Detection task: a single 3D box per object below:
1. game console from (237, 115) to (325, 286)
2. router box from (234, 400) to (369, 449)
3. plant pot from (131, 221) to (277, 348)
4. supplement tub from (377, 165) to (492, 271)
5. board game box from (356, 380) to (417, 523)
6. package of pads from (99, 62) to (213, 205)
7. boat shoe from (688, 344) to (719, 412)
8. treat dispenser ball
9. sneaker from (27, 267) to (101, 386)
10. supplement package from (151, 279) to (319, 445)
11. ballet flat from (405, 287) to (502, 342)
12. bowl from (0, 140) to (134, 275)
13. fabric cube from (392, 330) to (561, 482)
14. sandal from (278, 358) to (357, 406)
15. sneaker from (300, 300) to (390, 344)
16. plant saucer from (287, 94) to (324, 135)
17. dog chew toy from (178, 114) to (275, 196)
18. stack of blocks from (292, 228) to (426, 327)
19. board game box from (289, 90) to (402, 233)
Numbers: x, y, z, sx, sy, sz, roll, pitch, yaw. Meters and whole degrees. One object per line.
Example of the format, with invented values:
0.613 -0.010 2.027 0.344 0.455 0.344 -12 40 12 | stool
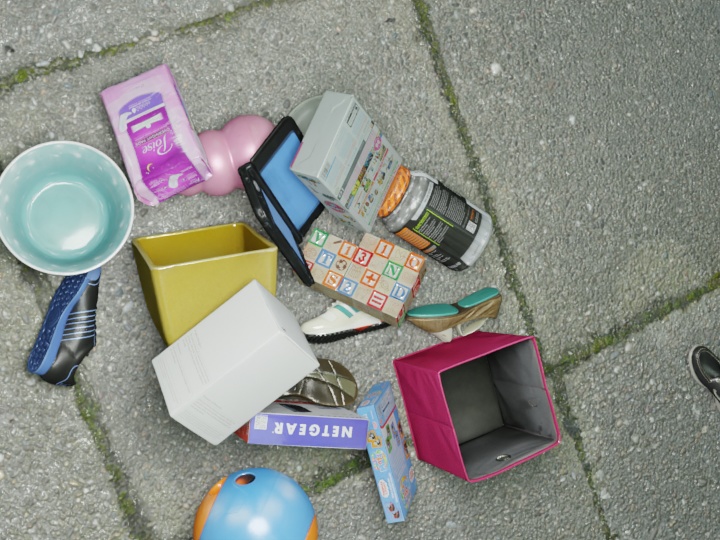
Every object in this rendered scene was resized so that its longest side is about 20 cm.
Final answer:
-0.098 -0.108 1.436 0.116 0.177 0.201 -29 138 3 | game console
-0.108 0.248 1.475 0.198 0.179 0.050 7 87 -21 | router box
-0.241 0.052 1.427 0.192 0.195 0.203 -10 109 -21 | plant pot
0.125 -0.095 1.600 0.199 0.122 0.123 31 79 -19 | supplement tub
0.049 0.309 1.556 0.036 0.151 0.202 -15 95 14 | board game box
-0.319 -0.213 1.400 0.119 0.076 0.202 -25 67 1 | package of pads
0.754 0.238 1.875 0.074 0.060 0.201 -37 102 -18 | boat shoe
-0.166 0.418 1.438 0.198 0.201 0.204 0 89 -21 | treat dispenser ball
-0.444 0.082 1.412 0.078 0.070 0.202 37 68 -42 | sneaker
-0.182 0.135 1.314 0.199 0.117 0.117 -37 137 5 | supplement package
0.175 0.089 1.656 0.198 0.068 0.073 -16 111 -25 | ballet flat
-0.451 -0.088 1.378 0.198 0.105 0.204 2 83 -18 | bowl
0.199 0.230 1.585 0.194 0.199 0.202 -18 96 -21 | fabric cube
-0.104 0.196 1.546 0.197 0.055 0.083 -1 73 -7 | sandal
-0.022 0.065 1.580 0.198 0.070 0.094 -12 75 -18 | sneaker
-0.045 -0.209 1.574 0.198 0.050 0.203 0 90 -21 | plant saucer
-0.226 -0.178 1.470 0.198 0.124 0.126 -19 96 -12 | dog chew toy
0.000 0.000 1.530 0.198 0.059 0.116 23 74 15 | stack of blocks
-0.019 -0.174 1.476 0.200 0.064 0.149 44 67 -54 | board game box
